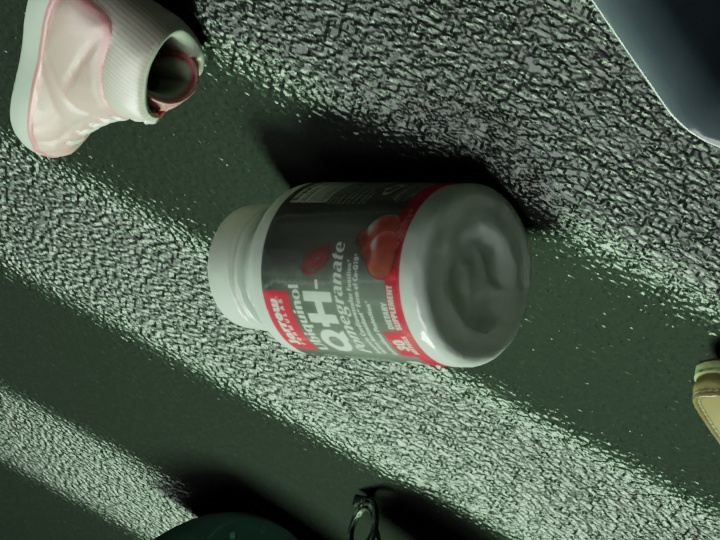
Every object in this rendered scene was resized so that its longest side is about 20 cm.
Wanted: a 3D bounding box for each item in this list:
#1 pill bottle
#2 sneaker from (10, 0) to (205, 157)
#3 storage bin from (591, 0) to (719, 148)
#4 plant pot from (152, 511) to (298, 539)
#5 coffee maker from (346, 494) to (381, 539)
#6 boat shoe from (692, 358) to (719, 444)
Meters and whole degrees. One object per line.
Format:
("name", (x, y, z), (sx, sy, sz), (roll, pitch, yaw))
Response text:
("pill bottle", (0.000, 0.000, 1.329), (0.199, 0.111, 0.111), (2, 143, 44))
("sneaker", (-0.157, -0.113, 1.328), (0.104, 0.076, 0.201), (32, 151, 7))
("storage bin", (0.170, -0.163, 0.833), (0.145, 0.135, 0.200), (1, 143, 45))
("plant pot", (-0.123, 0.312, 1.941), (0.200, 0.201, 0.161), (34, 141, -9))
("coffee maker", (0.077, 0.308, 1.771), (0.198, 0.194, 0.135), (15, -179, -17))
("boat shoe", (0.273, 0.132, 1.333), (0.200, 0.067, 0.074), (42, 151, -24))
